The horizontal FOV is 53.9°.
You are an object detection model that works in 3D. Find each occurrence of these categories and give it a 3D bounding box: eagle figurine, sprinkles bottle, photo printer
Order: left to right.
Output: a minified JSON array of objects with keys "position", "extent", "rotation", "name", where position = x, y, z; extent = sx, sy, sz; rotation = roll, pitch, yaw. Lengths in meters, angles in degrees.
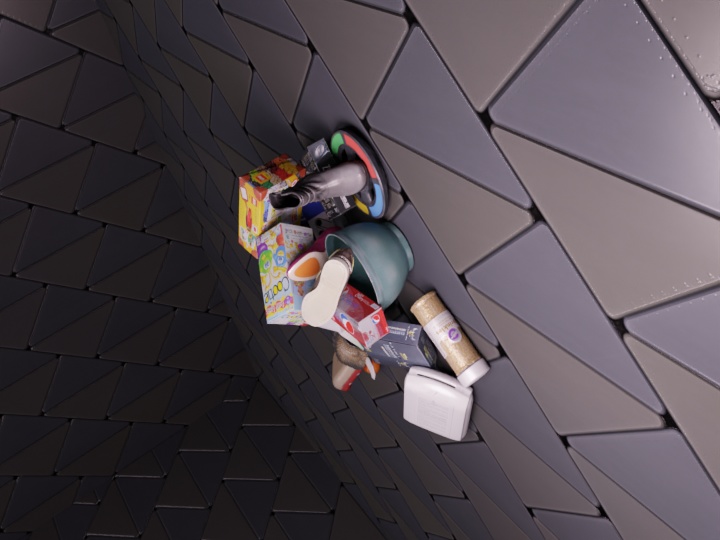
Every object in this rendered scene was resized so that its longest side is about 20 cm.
[{"position":[-0.007,0.193,1.903],"extent":[0.151,0.194,0.157],"rotation":[-16,-65,-74],"name":"eagle figurine"},{"position":[0.177,0.302,1.634],"extent":[0.162,0.070,0.202],"rotation":[18,146,16],"name":"photo printer"},{"position":[0.185,0.142,1.470],"extent":[0.202,0.067,0.069],"rotation":[55,160,14],"name":"sprinkles bottle"}]

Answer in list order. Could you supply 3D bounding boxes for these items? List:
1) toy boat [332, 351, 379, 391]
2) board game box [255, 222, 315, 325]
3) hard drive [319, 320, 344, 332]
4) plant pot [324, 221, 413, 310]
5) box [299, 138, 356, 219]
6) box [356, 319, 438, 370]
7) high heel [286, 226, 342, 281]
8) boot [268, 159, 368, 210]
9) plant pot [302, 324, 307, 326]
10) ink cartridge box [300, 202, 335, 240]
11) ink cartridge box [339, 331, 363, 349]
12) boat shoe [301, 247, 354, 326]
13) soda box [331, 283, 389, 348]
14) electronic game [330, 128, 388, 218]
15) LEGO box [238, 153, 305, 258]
[{"position":[-0.004,0.270,2.064],"extent":[0.201,0.128,0.133],"rotation":[-55,25,41],"name":"toy boat"},{"position":[-0.162,0.011,1.625],"extent":[0.102,0.103,0.206],"rotation":[-25,68,39],"name":"board game box"},{"position":[-0.127,0.077,1.800],"extent":[0.196,0.027,0.135],"rotation":[10,121,38],"name":"hard drive"},{"position":[0.031,-0.021,1.520],"extent":[0.201,0.132,0.202],"rotation":[49,159,26],"name":"plant pot"},{"position":[-0.078,-0.202,1.608],"extent":[0.163,0.043,0.200],"rotation":[63,171,-4],"name":"box"},{"position":[0.083,0.170,1.599],"extent":[0.153,0.052,0.201],"rotation":[8,158,20],"name":"box"},{"position":[-0.105,-0.043,1.604],"extent":[0.095,0.198,0.069],"rotation":[25,141,43],"name":"high heel"},{"position":[-0.085,-0.162,1.437],"extent":[0.197,0.131,0.071],"rotation":[-13,104,42],"name":"boot"},{"position":[-0.138,0.038,1.963],"extent":[0.201,0.180,0.203],"rotation":[46,155,29],"name":"plant pot"},{"position":[-0.124,-0.124,1.819],"extent":[0.204,0.093,0.044],"rotation":[62,159,-9],"name":"ink cartridge box"},{"position":[-0.042,0.087,1.766],"extent":[0.197,0.050,0.163],"rotation":[31,137,7],"name":"ink cartridge box"},{"position":[-0.065,0.036,1.453],"extent":[0.071,0.060,0.202],"rotation":[30,132,3],"name":"boat shoe"},{"position":[-0.021,0.084,1.506],"extent":[0.199,0.063,0.071],"rotation":[34,150,53],"name":"soda box"},{"position":[-0.003,-0.202,1.484],"extent":[0.201,0.041,0.202],"rotation":[51,159,27],"name":"electronic game"},{"position":[-0.213,-0.154,1.688],"extent":[0.077,0.148,0.203],"rotation":[36,140,24],"name":"LEGO box"}]
